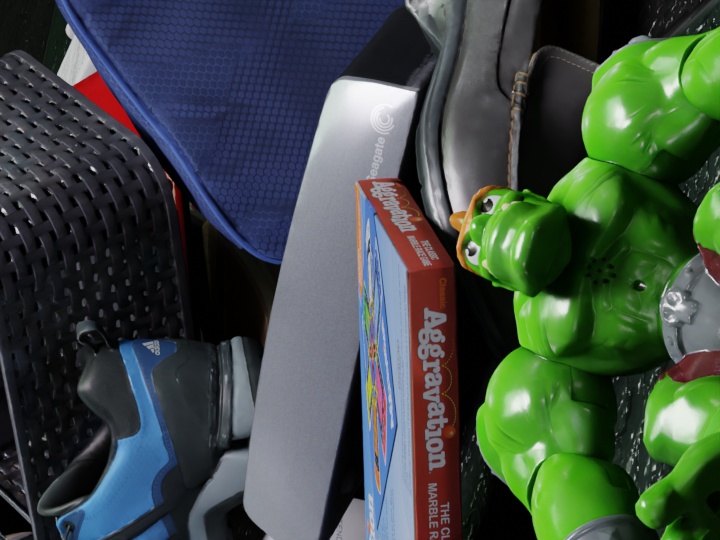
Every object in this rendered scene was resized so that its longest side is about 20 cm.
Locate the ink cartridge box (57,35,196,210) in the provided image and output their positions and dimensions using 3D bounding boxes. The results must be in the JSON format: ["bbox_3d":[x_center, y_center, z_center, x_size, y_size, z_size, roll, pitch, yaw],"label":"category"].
[{"bbox_3d":[-0.100,-0.093,1.565,0.200,0.116,0.068,123,158,-48],"label":"ink cartridge box"}]

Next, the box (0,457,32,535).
[{"bbox_3d":[-0.172,0.057,1.495,0.041,0.200,0.156,-9,84,31],"label":"box"}]

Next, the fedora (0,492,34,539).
[{"bbox_3d":[-0.127,0.196,1.386,0.092,0.201,0.201,-18,52,33],"label":"fedora"}]

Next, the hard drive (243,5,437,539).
[{"bbox_3d":[0.000,0.000,1.152,0.135,0.042,0.200,-57,-19,-65],"label":"hard drive"}]

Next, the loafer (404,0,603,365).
[{"bbox_3d":[0.063,-0.057,1.051,0.072,0.073,0.200,-16,69,22],"label":"loafer"}]

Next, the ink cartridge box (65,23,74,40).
[{"bbox_3d":[-0.078,-0.201,1.588,0.067,0.116,0.200,-90,22,-43],"label":"ink cartridge box"}]

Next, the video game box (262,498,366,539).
[{"bbox_3d":[-0.045,0.218,1.221,0.200,0.047,0.182,121,161,-45],"label":"video game box"}]

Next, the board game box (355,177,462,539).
[{"bbox_3d":[0.018,0.077,1.048,0.103,0.019,0.200,-121,27,-68],"label":"board game box"}]

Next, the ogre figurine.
[{"bbox_3d":[0.090,0.011,0.856,0.120,0.098,0.200,24,115,57],"label":"ogre figurine"}]

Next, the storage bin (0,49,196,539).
[{"bbox_3d":[-0.144,0.024,1.273,0.135,0.094,0.200,36,144,43],"label":"storage bin"}]

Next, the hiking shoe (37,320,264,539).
[{"bbox_3d":[-0.094,0.114,1.230,0.074,0.087,0.200,-105,26,-69],"label":"hiking shoe"}]

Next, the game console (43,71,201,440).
[{"bbox_3d":[-0.099,0.010,1.444,0.172,0.119,0.200,28,-126,-64],"label":"game console"}]

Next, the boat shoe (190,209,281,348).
[{"bbox_3d":[-0.044,0.006,1.370,0.200,0.063,0.073,-131,40,-71],"label":"boat shoe"}]

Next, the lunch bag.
[{"bbox_3d":[-0.052,-0.116,1.246,0.136,0.200,0.132,-35,17,-3],"label":"lunch bag"}]
